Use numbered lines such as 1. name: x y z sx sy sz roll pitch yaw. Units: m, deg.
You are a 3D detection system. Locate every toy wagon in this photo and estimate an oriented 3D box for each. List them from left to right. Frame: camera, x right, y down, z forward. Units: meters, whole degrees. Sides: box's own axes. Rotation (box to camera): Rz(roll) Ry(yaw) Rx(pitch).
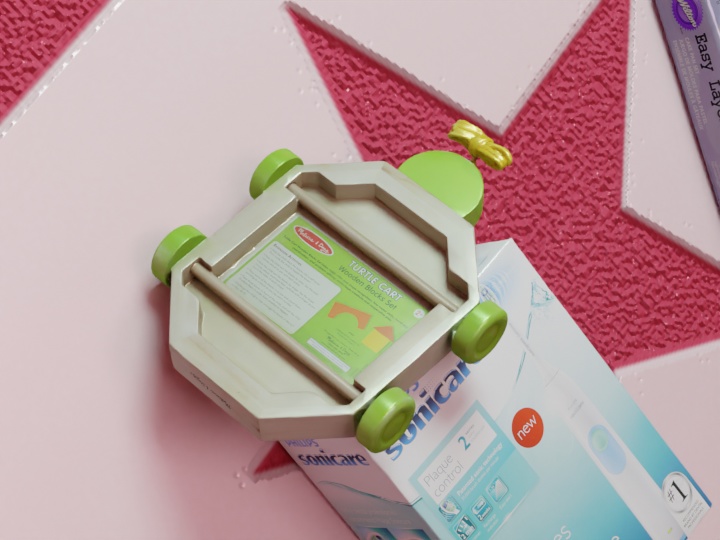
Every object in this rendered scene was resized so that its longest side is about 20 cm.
1. toy wagon: 0.000 0.000 0.970 0.155 0.040 0.200 38 63 24

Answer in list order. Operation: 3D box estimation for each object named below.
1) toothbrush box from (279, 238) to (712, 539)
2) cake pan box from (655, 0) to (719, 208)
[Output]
1. toothbrush box: 0.073 0.105 1.035 0.146 0.085 0.200 -46 108 -27
2. cake pan box: 0.291 -0.121 1.216 0.200 0.052 0.184 -21 99 -32
